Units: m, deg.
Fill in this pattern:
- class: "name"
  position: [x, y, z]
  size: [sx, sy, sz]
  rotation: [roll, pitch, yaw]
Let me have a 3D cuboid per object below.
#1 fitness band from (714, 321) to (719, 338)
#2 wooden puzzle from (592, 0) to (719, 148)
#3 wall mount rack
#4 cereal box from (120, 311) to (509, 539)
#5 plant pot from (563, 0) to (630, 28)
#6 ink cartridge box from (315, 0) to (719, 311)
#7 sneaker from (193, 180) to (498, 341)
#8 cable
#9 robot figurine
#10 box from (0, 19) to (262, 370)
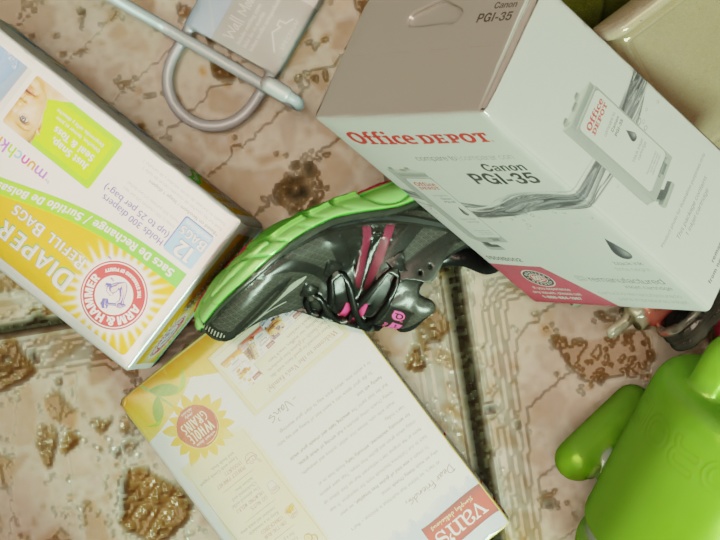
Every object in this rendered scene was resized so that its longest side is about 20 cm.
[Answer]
- class: "fitness band"
  position: [0.293, 0.057, 1.267]
  size: [0.143, 0.037, 0.201]
  rotation: [-30, 87, 4]
- class: "wooden puzzle"
  position: [0.219, -0.146, 1.200]
  size: [0.185, 0.200, 0.037]
  rotation: [-37, 62, 3]
- class: "wall mount rack"
  position: [-0.080, -0.189, 1.276]
  size: [0.173, 0.075, 0.201]
  rotation: [30, 91, 4]
- class: "cereal box"
  position: [-0.026, 0.113, 1.288]
  size: [0.144, 0.040, 0.200]
  rotation: [-37, 88, 1]
- class: "plant pot"
  position: [0.157, -0.232, 1.215]
  size: [0.192, 0.200, 0.201]
  rotation: [-15, 89, -8]
- class: "ink cartridge box"
  position: [0.095, -0.064, 1.178]
  size: [0.200, 0.146, 0.083]
  rotation: [37, 70, -33]
- class: "sneaker"
  position: [0.000, 0.000, 1.241]
  size: [0.199, 0.077, 0.084]
  rotation: [-21, 84, -19]
- class: "cable"
  position: [0.211, -0.029, 1.249]
  size: [0.200, 0.097, 0.050]
  rotation: [-42, 121, 6]
- class: "robot figurine"
  position: [0.193, 0.129, 1.221]
  size: [0.175, 0.116, 0.201]
  rotation: [33, 113, 24]
- class: "box"
  position: [-0.170, -0.045, 1.268]
  size: [0.200, 0.101, 0.113]
  rotation: [37, 92, 3]
